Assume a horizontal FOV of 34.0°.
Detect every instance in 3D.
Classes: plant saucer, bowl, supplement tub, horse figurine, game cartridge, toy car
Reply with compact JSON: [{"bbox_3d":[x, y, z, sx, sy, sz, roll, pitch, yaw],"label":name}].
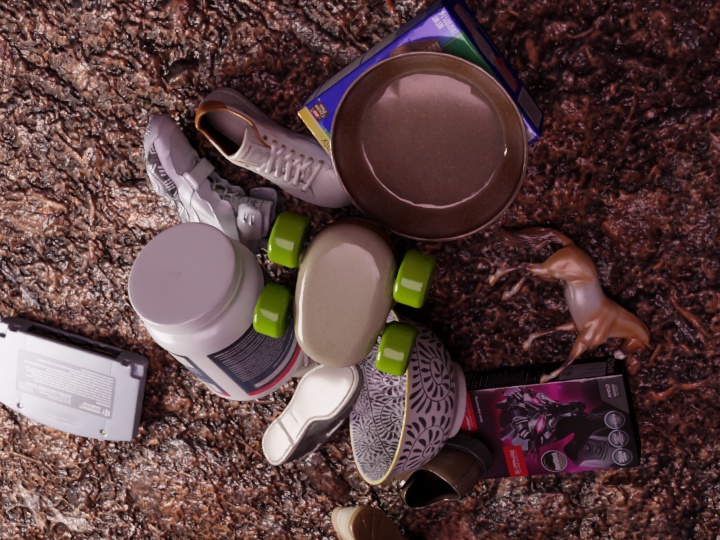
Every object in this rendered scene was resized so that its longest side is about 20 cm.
[{"bbox_3d":[0.070,-0.127,1.189,0.200,0.037,0.201,5,115,11],"label":"plant saucer"},{"bbox_3d":[0.061,0.143,1.338,0.094,0.201,0.201,6,118,-18],"label":"bowl"},{"bbox_3d":[-0.155,0.048,1.301,0.140,0.140,0.200,-6,151,17],"label":"supplement tub"},{"bbox_3d":[0.225,0.030,1.293,0.132,0.050,0.200,-26,99,11],"label":"horse figurine"},{"bbox_3d":[-0.374,0.145,1.517,0.200,0.040,0.133,17,113,7],"label":"game cartridge"},{"bbox_3d":[0.000,0.000,1.259,0.164,0.200,0.158,17,113,8],"label":"toy car"}]

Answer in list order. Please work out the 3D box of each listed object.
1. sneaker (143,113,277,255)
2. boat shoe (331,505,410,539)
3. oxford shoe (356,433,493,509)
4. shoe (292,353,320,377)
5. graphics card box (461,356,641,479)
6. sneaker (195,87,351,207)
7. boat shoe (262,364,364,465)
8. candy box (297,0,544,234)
[{"bbox_3d":[-0.162,-0.092,1.333,0.115,0.075,0.200,-10,116,18],"label":"sneaker"},{"bbox_3d":[0.039,0.367,1.497,0.065,0.071,0.200,-4,127,54],"label":"boat shoe"},{"bbox_3d":[0.056,0.239,1.394,0.200,0.084,0.073,-13,119,48],"label":"oxford shoe"},{"bbox_3d":[-0.102,0.104,1.415,0.200,0.053,0.070,-5,113,17],"label":"shoe"},{"bbox_3d":[0.216,0.172,1.364,0.200,0.051,0.126,-8,111,17],"label":"graphics card box"},{"bbox_3d":[-0.097,-0.122,1.295,0.200,0.085,0.073,31,116,-2],"label":"sneaker"},{"bbox_3d":[-0.048,0.166,1.417,0.200,0.057,0.067,-48,62,36],"label":"boat shoe"},{"bbox_3d":[0.063,-0.163,1.237,0.200,0.077,0.169,-32,104,26],"label":"candy box"}]
